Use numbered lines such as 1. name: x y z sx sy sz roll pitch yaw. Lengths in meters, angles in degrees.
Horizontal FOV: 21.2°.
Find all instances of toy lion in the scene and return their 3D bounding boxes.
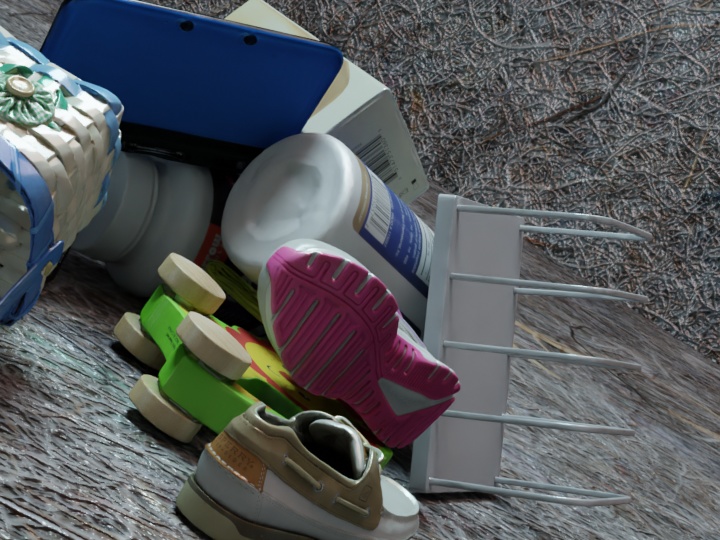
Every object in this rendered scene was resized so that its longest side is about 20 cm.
1. toy lion: -0.057 0.081 1.208 0.191 0.069 0.200 36 7 -18

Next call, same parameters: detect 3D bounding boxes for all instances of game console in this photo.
1. game console: -0.137 -0.141 1.323 0.198 0.119 0.171 10 19 -26

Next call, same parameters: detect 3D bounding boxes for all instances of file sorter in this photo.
1. file sorter: 0.125 0.058 1.335 0.123 0.202 0.139 4 -3 25

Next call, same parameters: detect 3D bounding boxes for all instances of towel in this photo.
1. towel: -0.031 0.058 1.378 0.086 0.018 0.200 39 -2 45

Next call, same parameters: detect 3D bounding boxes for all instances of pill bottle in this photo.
1. pill bottle: 0.000 0.000 1.352 0.111 0.111 0.200 39 -3 46
2. pill bottle: -0.117 -0.024 1.401 0.199 0.112 0.111 23 11 -39

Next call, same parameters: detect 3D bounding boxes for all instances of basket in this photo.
1. basket: -0.234 -0.044 1.008 0.175 0.200 0.140 32 -36 9

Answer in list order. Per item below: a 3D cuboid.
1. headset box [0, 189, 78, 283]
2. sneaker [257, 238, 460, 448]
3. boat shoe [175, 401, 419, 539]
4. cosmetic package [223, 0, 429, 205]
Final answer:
1. headset box: -0.259 -0.048 1.180 0.148 0.078 0.200 30 9 0
2. sneaker: -0.016 0.036 1.214 0.088 0.081 0.200 46 -4 39
3. boat shoe: -0.018 0.118 1.063 0.075 0.069 0.199 35 9 29
4. cosmetic package: -0.041 -0.118 1.460 0.200 0.071 0.106 39 -20 49
